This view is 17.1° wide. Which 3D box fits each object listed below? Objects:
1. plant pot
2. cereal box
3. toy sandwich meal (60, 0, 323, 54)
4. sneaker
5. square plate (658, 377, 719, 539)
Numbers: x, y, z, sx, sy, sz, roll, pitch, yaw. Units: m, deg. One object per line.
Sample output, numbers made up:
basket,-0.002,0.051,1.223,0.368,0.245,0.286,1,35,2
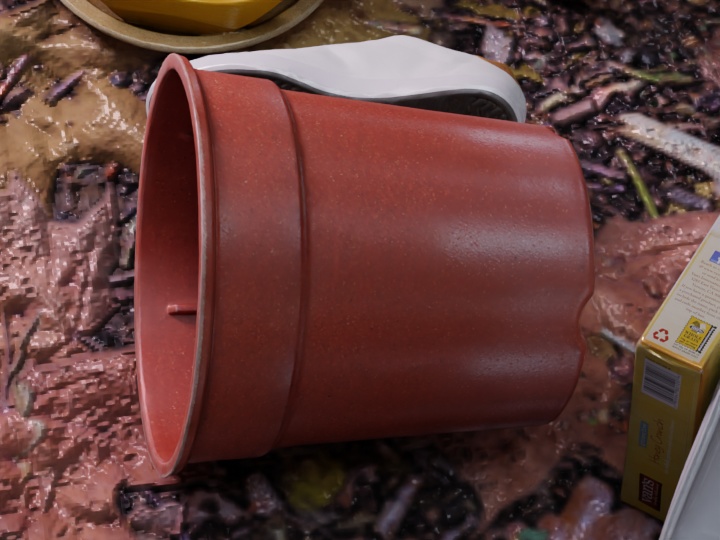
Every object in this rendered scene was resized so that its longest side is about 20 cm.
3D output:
plant pot,0.000,0.000,1.163,0.194,0.201,0.202,1,57,-14
cereal box,0.194,0.012,1.188,0.039,0.144,0.200,25,59,20
toy sandwich meal,-0.088,-0.207,1.345,0.204,0.070,0.206,2,57,-4
sneaker,-0.011,-0.087,1.282,0.199,0.073,0.085,4,26,5
square plate,0.244,0.067,1.136,0.199,0.028,0.199,22,87,-28
